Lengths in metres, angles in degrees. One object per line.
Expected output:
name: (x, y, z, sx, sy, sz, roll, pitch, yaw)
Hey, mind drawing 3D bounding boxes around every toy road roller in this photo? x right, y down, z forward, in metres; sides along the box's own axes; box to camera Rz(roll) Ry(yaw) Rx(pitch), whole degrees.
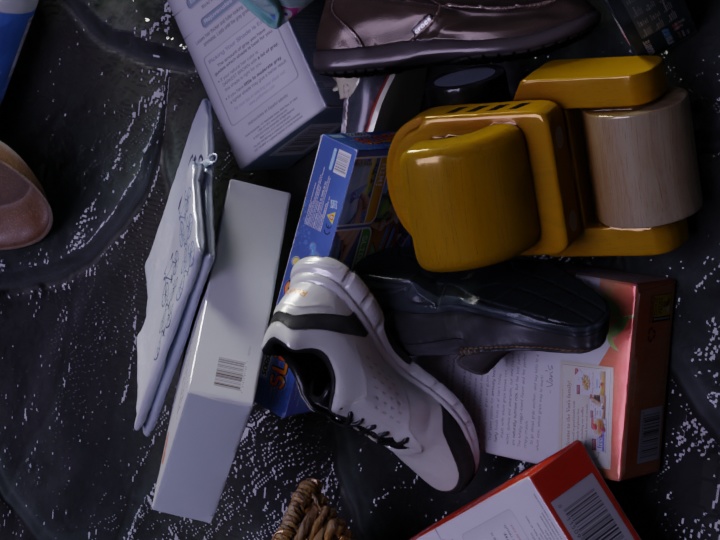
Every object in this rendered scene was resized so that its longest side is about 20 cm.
toy road roller: (0.111, -0.060, 1.436, 0.199, 0.146, 0.123, -1, 110, 28)

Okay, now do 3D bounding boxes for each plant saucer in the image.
plant saucer: (-0.347, -0.079, 1.819, 0.200, 0.200, 0.037, -11, 56, 39)

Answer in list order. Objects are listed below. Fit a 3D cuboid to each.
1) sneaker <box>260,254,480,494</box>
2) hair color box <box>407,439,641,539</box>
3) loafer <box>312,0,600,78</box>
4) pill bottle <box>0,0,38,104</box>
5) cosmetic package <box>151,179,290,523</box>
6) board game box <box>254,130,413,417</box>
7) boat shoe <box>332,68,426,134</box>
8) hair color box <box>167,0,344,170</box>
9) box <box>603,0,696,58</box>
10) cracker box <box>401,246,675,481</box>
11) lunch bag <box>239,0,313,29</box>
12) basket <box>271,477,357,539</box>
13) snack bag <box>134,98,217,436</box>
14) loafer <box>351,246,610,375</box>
sneaker: (0.003, 0.086, 1.485, 0.074, 0.080, 0.200, -17, 121, 48)
hair color box: (0.103, 0.207, 1.504, 0.200, 0.064, 0.111, -36, 84, 48)
loafer: (0.062, -0.175, 1.494, 0.199, 0.073, 0.071, -6, 91, 7)
pill bottle: (-0.330, -0.213, 1.820, 0.112, 0.112, 0.200, 37, 116, 30)
cosmetic package: (-0.101, 0.058, 1.598, 0.151, 0.051, 0.200, 108, 173, -49)
board game box: (0.000, 0.000, 1.561, 0.034, 0.135, 0.201, 26, 109, 32)
boat shoe: (0.011, -0.153, 1.576, 0.062, 0.071, 0.201, 17, 99, 21)
hair color box: (-0.079, -0.186, 1.656, 0.099, 0.061, 0.201, -33, 74, 35)
box: (0.144, -0.231, 1.389, 0.046, 0.200, 0.159, -30, 74, 8)
cracker box: (0.115, 0.060, 1.524, 0.200, 0.058, 0.134, 10, 99, 37)
lunch bag: (-0.065, -0.290, 1.553, 0.170, 0.122, 0.200, -40, 50, -12)
basket: (-0.049, 0.272, 1.572, 0.149, 0.143, 0.200, 52, 162, 23)
snack bag: (-0.140, -0.009, 1.646, 0.200, 0.021, 0.189, -94, 20, -49)
loafer: (0.084, 0.034, 1.476, 0.200, 0.073, 0.073, 12, 120, 41)
